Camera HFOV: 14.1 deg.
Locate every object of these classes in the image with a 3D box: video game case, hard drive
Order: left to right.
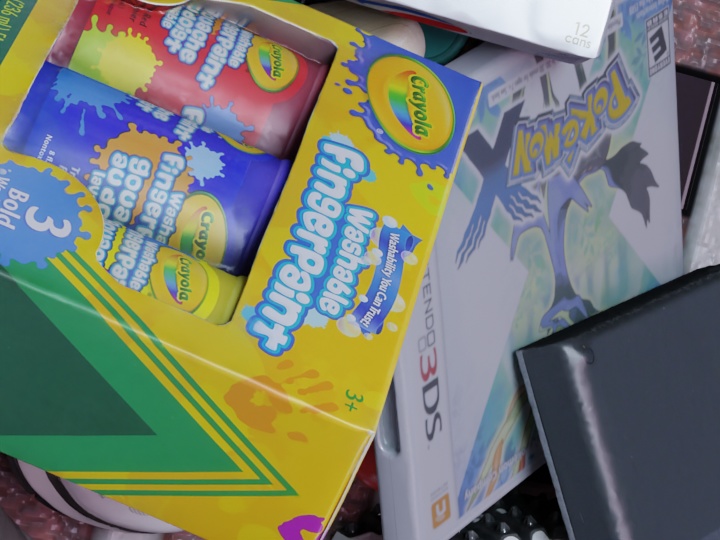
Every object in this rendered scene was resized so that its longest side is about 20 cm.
[{"bbox_3d":[0.068,-0.008,1.163,0.200,0.022,0.183,-33,127,-44],"label":"video game case"},{"bbox_3d":[0.139,0.108,1.195,0.139,0.033,0.201,-21,97,-49],"label":"hard drive"}]

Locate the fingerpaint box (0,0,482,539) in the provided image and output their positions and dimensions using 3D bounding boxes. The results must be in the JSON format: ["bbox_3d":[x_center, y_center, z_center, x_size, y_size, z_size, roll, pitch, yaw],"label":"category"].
[{"bbox_3d":[-0.061,-0.018,0.960,0.166,0.200,0.074,24,128,-3],"label":"fingerpaint box"}]

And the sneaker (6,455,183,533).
[{"bbox_3d":[-0.073,0.052,1.066,0.076,0.115,0.201,-63,145,-19],"label":"sneaker"}]

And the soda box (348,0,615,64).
[{"bbox_3d":[-0.001,-0.135,1.079,0.199,0.064,0.069,16,91,-2],"label":"soda box"}]

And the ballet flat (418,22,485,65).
[{"bbox_3d":[0.075,-0.158,1.177,0.067,0.068,0.201,28,91,-51],"label":"ballet flat"}]

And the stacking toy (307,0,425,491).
[{"bbox_3d":[0.000,0.000,1.153,0.085,0.085,0.201,-23,116,-24],"label":"stacking toy"}]

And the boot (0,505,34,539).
[{"bbox_3d":[-0.180,0.111,1.010,0.200,0.072,0.183,82,29,-59],"label":"boot"}]

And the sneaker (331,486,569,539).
[{"bbox_3d":[0.006,0.151,1.193,0.199,0.066,0.091,-17,111,-22],"label":"sneaker"}]
